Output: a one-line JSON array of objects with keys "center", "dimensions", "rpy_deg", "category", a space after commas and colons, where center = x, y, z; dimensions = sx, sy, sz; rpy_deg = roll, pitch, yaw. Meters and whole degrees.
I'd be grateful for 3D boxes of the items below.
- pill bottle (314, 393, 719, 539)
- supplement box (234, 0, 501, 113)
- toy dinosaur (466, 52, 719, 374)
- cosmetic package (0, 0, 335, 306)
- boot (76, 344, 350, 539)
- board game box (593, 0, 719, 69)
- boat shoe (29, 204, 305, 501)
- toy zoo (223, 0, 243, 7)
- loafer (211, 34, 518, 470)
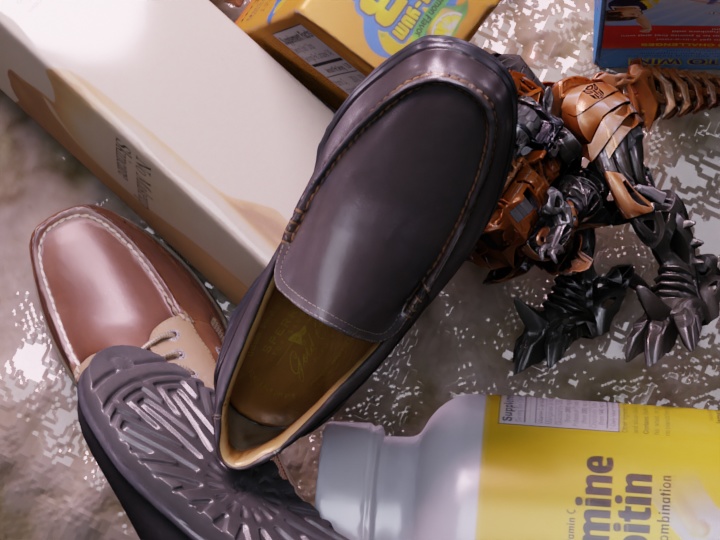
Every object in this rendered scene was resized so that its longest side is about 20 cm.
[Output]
[{"center": [0.082, 0.109, 1.042], "dimensions": [0.198, 0.112, 0.113], "rpy_deg": [3, 81, 4], "category": "pill bottle"}, {"center": [0.000, -0.106, 1.034], "dimensions": [0.069, 0.200, 0.067], "rpy_deg": [38, 84, -12], "category": "supplement box"}, {"center": [0.094, -0.034, 1.051], "dimensions": [0.199, 0.102, 0.137], "rpy_deg": [-26, 102, -15], "category": "toy dinosaur"}, {"center": [-0.076, -0.064, 1.081], "dimensions": [0.200, 0.105, 0.071], "rpy_deg": [42, 76, 10], "category": "cosmetic package"}, {"center": [-0.095, 0.155, 1.035], "dimensions": [0.165, 0.065, 0.201], "rpy_deg": [46, 124, 18], "category": "boot"}, {"center": [0.196, -0.132, 1.031], "dimensions": [0.198, 0.196, 0.056], "rpy_deg": [1, 80, 3], "category": "board game box"}, {"center": [-0.080, 0.055, 1.081], "dimensions": [0.075, 0.072, 0.201], "rpy_deg": [-33, 80, -2], "category": "boat shoe"}, {"center": [-0.069, -0.234, 1.145], "dimensions": [0.130, 0.020, 0.201], "rpy_deg": [24, 83, 15], "category": "toy zoo"}, {"center": [0.000, 0.000, 0.949], "dimensions": [0.072, 0.201, 0.072], "rpy_deg": [26, 39, -2], "category": "loafer"}]
